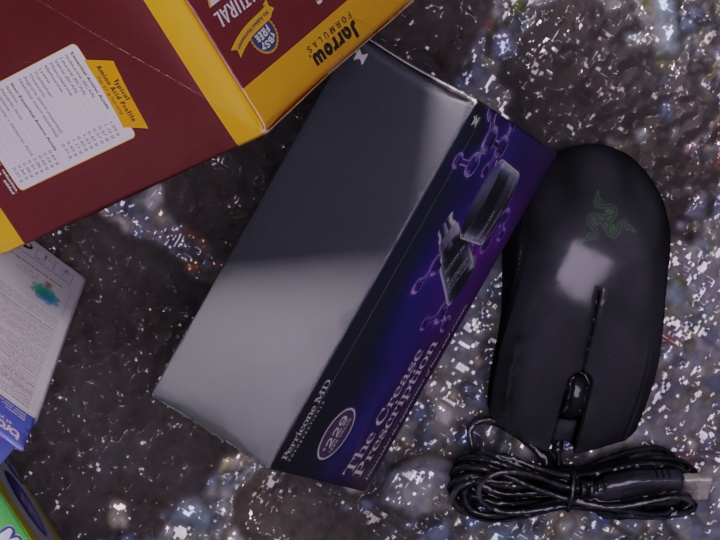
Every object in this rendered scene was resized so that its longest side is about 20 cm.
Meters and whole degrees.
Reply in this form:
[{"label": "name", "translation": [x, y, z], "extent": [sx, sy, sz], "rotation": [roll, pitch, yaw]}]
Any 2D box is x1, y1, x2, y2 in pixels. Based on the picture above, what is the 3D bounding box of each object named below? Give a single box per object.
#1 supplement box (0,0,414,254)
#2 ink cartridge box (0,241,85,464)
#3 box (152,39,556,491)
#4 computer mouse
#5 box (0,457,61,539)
[{"label": "supplement box", "translation": [-0.123, -0.146, 1.369], "extent": [0.198, 0.200, 0.133], "rotation": [57, 44, -12]}, {"label": "ink cartridge box", "translation": [-0.199, 0.020, 1.399], "extent": [0.119, 0.200, 0.042], "rotation": [37, 108, -12]}, {"label": "box", "translation": [0.000, 0.000, 1.449], "extent": [0.079, 0.141, 0.200], "rotation": [31, 93, 24]}, {"label": "computer mouse", "translation": [0.120, 0.036, 1.527], "extent": [0.138, 0.053, 0.201], "rotation": [2, 98, -9]}, {"label": "box", "translation": [-0.178, 0.135, 1.460], "extent": [0.048, 0.117, 0.200], "rotation": [-30, 102, -2]}]
